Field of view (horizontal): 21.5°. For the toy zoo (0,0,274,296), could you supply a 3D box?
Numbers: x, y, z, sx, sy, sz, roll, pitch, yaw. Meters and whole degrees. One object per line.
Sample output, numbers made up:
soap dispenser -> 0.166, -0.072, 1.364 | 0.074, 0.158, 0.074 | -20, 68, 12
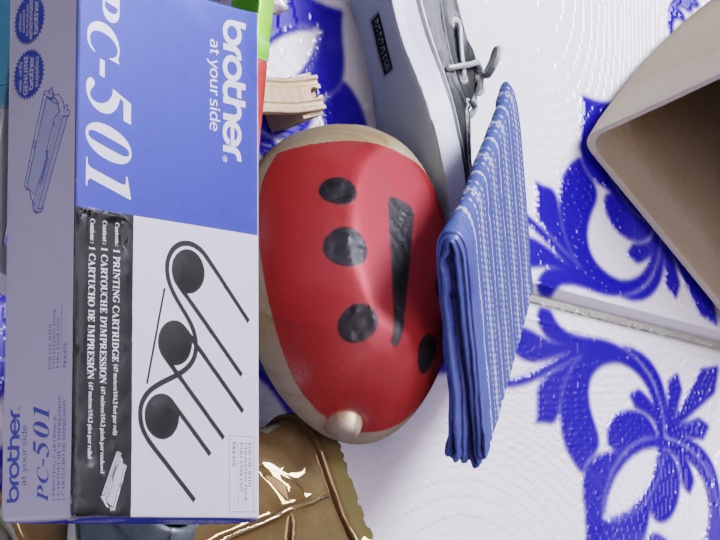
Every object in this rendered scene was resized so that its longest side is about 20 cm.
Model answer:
toy zoo -> -0.095, -0.052, 0.763 | 0.131, 0.020, 0.201 | 18, 71, -43

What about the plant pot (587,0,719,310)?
plant pot -> 0.301, -0.106, 1.271 | 0.200, 0.199, 0.177 | 47, 41, -21

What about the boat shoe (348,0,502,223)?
boat shoe -> 0.044, -0.115, 1.118 | 0.068, 0.074, 0.201 | -9, 76, -27

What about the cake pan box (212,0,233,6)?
cake pan box -> -0.124, -0.215, 0.877 | 0.199, 0.052, 0.185 | 17, 81, 4

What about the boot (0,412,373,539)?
boot -> -0.078, 0.169, 0.952 | 0.199, 0.066, 0.176 | -16, 77, -43

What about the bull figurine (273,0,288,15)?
bull figurine -> -0.097, -0.199, 1.023 | 0.121, 0.065, 0.201 | 14, 71, -38

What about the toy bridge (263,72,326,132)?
toy bridge -> -0.094, -0.081, 0.995 | 0.199, 0.067, 0.027 | -14, 88, -42

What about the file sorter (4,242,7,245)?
file sorter -> -0.192, -0.076, 0.825 | 0.124, 0.199, 0.139 | 34, 59, -35

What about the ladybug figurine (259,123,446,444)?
ladybug figurine -> 0.000, 0.000, 1.025 | 0.135, 0.072, 0.201 | 23, 49, -32

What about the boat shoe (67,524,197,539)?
boat shoe -> -0.109, 0.062, 0.912 | 0.072, 0.062, 0.201 | 12, 48, -27

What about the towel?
towel -> 0.069, -0.001, 1.060 | 0.200, 0.024, 0.146 | -66, 153, -59

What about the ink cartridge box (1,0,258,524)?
ink cartridge box -> -0.085, -0.005, 0.718 | 0.094, 0.044, 0.201 | 9, 77, -47
